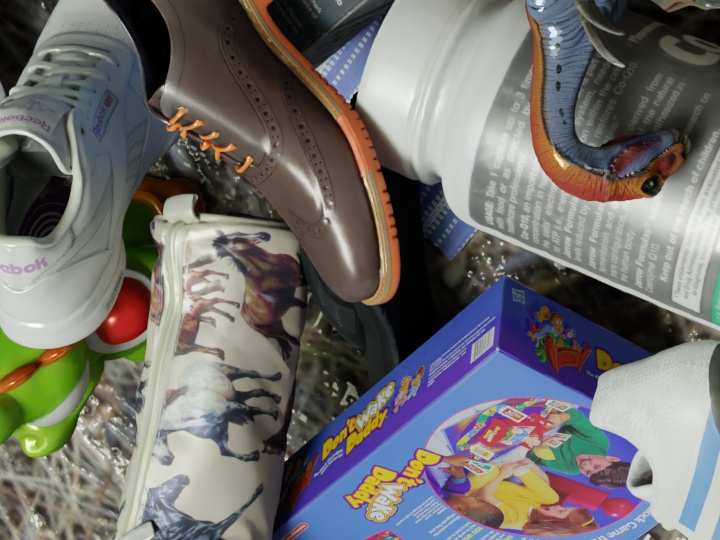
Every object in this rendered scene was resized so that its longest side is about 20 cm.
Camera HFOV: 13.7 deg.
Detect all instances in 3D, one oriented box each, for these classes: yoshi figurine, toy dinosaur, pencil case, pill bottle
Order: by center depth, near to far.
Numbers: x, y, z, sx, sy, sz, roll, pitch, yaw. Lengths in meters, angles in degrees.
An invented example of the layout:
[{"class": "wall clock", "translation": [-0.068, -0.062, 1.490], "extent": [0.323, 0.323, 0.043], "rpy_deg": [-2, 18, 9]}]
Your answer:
[{"class": "toy dinosaur", "translation": [0.097, -0.126, 1.222], "extent": [0.200, 0.105, 0.182], "rpy_deg": [34, 110, 58]}, {"class": "pill bottle", "translation": [0.105, -0.055, 1.285], "extent": [0.200, 0.113, 0.113], "rpy_deg": [23, 126, 17]}, {"class": "pencil case", "translation": [-0.074, 0.066, 1.406], "extent": [0.078, 0.089, 0.200], "rpy_deg": [9, 91, 35]}, {"class": "yoshi figurine", "translation": [-0.157, 0.032, 1.473], "extent": [0.112, 0.200, 0.112], "rpy_deg": [33, 129, 17]}]

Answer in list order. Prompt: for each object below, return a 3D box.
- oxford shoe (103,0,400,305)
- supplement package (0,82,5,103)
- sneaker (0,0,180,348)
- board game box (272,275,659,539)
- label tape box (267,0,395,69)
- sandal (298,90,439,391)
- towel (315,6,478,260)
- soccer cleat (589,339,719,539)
[{"class": "oxford shoe", "translation": [-0.053, -0.065, 1.293], "extent": [0.200, 0.073, 0.071], "rpy_deg": [59, 152, 7]}, {"class": "supplement package", "translation": [-0.270, -0.144, 1.389], "extent": [0.117, 0.117, 0.200], "rpy_deg": [25, 143, 44]}, {"class": "sneaker", "translation": [-0.131, -0.067, 1.396], "extent": [0.075, 0.200, 0.100], "rpy_deg": [2, 149, 12]}, {"class": "board game box", "translation": [0.062, 0.096, 1.410], "extent": [0.134, 0.045, 0.200], "rpy_deg": [28, 136, -22]}, {"class": "label tape box", "translation": [-0.034, -0.174, 1.332], "extent": [0.200, 0.063, 0.144], "rpy_deg": [-36, 84, 42]}, {"class": "sandal", "translation": [0.000, 0.001, 1.397], "extent": [0.048, 0.075, 0.200], "rpy_deg": [7, 136, 17]}, {"class": "towel", "translation": [0.005, -0.115, 1.401], "extent": [0.200, 0.024, 0.145], "rpy_deg": [41, 129, 8]}, {"class": "soccer cleat", "translation": [0.172, 0.102, 1.330], "extent": [0.086, 0.070, 0.200], "rpy_deg": [-10, 132, 33]}]
